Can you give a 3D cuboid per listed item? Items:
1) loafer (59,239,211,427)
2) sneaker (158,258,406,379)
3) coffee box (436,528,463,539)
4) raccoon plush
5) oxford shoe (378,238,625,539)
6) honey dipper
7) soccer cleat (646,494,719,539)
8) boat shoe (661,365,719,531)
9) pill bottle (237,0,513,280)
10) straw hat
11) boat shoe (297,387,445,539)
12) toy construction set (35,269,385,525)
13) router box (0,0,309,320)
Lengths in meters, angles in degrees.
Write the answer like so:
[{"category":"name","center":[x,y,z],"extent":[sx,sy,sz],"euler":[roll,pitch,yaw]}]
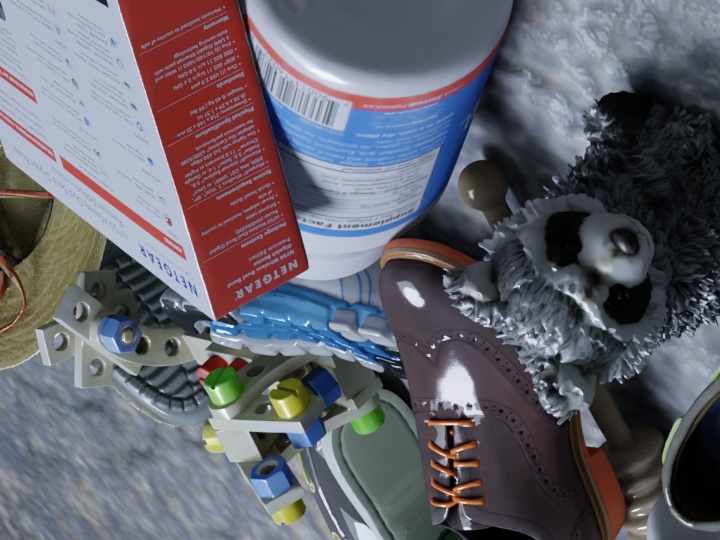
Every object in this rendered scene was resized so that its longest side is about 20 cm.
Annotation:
[{"category":"loafer","center":[-0.143,0.017,1.540],"extent":[0.200,0.075,0.070],"euler":[49,163,23]},{"category":"sneaker","center":[0.000,0.000,1.258],"extent":[0.199,0.087,0.075],"euler":[12,163,27]},{"category":"coffee box","center":[0.086,0.233,1.398],"extent":[0.044,0.123,0.200],"euler":[-4,122,57]},{"category":"raccoon plush","center":[0.093,0.025,1.055],"extent":[0.097,0.134,0.200],"euler":[37,153,23]},{"category":"oxford shoe","center":[0.056,0.072,1.154],"extent":[0.071,0.073,0.200],"euler":[-1,132,40]},{"category":"honey dipper","center":[0.097,0.036,1.195],"extent":[0.038,0.038,0.201],"euler":[5,128,57]},{"category":"soccer cleat","center":[0.203,0.177,1.183],"extent":[0.200,0.069,0.078],"euler":[40,158,12]},{"category":"boat shoe","center":[0.176,0.056,1.052],"extent":[0.072,0.060,0.202],"euler":[46,156,6]},{"category":"pill bottle","center":[-0.007,-0.076,1.107],"extent":[0.112,0.112,0.200],"euler":[44,156,12]},{"category":"straw hat","center":[-0.196,-0.048,1.483],"extent":[0.200,0.085,0.202],"euler":[2,95,28]},{"category":"boat shoe","center":[0.025,0.147,1.442],"extent":[0.060,0.072,0.202],"euler":[13,131,59]},{"category":"toy construction set","center":[-0.069,0.052,1.373],"extent":[0.199,0.131,0.092],"euler":[23,144,37]},{"category":"router box","center":[-0.111,-0.098,1.093],"extent":[0.200,0.049,0.180],"euler":[35,147,49]}]
